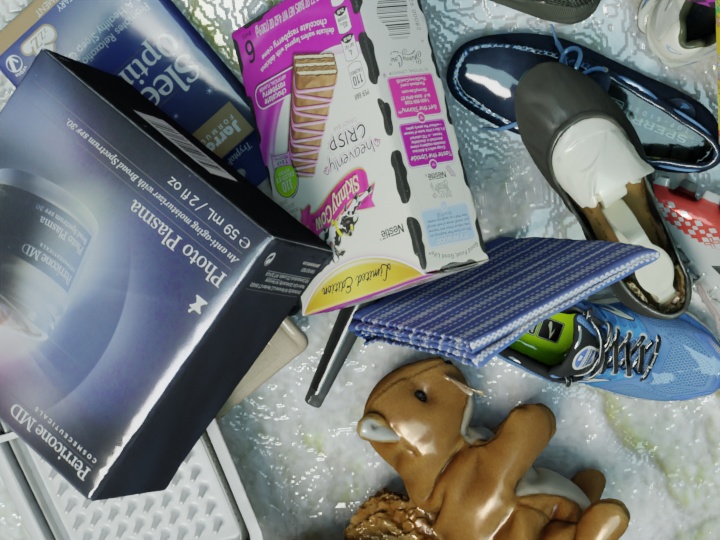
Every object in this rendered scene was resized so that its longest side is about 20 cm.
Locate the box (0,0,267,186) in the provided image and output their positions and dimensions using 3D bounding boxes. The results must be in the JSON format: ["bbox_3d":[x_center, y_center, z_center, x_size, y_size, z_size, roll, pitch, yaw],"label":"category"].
[{"bbox_3d":[-0.152,-0.119,1.134,0.121,0.032,0.200,-39,102,11],"label":"box"}]

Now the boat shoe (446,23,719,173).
[{"bbox_3d":[0.157,-0.118,1.106,0.197,0.069,0.085,11,105,-1],"label":"boat shoe"}]

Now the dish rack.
[{"bbox_3d":[-0.168,0.134,1.149,0.170,0.044,0.202,-16,110,14],"label":"dish rack"}]

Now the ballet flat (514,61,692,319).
[{"bbox_3d":[0.169,-0.048,1.062,0.068,0.068,0.201,-34,115,3],"label":"ballet flat"}]

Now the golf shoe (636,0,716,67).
[{"bbox_3d":[0.273,-0.207,1.066,0.078,0.097,0.200,42,100,-8],"label":"golf shoe"}]

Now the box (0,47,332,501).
[{"bbox_3d":[-0.161,0.005,1.026,0.199,0.123,0.199,38,98,16],"label":"box"}]

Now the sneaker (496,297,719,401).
[{"bbox_3d":[0.163,0.057,1.143,0.198,0.089,0.079,13,107,-2],"label":"sneaker"}]

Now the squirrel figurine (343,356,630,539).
[{"bbox_3d":[0.062,0.167,1.155,0.186,0.142,0.201,38,100,-2],"label":"squirrel figurine"}]

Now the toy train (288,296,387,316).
[{"bbox_3d":[-0.043,0.007,1.163,0.197,0.034,0.046,-5,103,3],"label":"toy train"}]

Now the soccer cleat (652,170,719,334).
[{"bbox_3d":[0.256,-0.001,1.138,0.198,0.069,0.086,26,98,-11],"label":"soccer cleat"}]

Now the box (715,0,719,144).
[{"bbox_3d":[0.321,-0.187,0.988,0.192,0.121,0.202,-29,125,-33],"label":"box"}]

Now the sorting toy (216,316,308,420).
[{"bbox_3d":[-0.163,0.041,1.149,0.199,0.037,0.185,-38,102,26],"label":"sorting toy"}]

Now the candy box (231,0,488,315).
[{"bbox_3d":[-0.004,-0.083,1.058,0.061,0.136,0.202,-12,85,-39],"label":"candy box"}]

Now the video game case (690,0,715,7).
[{"bbox_3d":[0.147,-0.271,1.002,0.198,0.036,0.184,11,70,-24],"label":"video game case"}]

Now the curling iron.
[{"bbox_3d":[0.000,0.000,1.136,0.049,0.026,0.202,20,97,23],"label":"curling iron"}]

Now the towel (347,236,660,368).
[{"bbox_3d":[0.087,0.017,1.056,0.144,0.200,0.024,-28,103,-19],"label":"towel"}]

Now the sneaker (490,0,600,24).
[{"bbox_3d":[0.073,-0.224,1.051,0.197,0.114,0.077,12,67,-3],"label":"sneaker"}]
